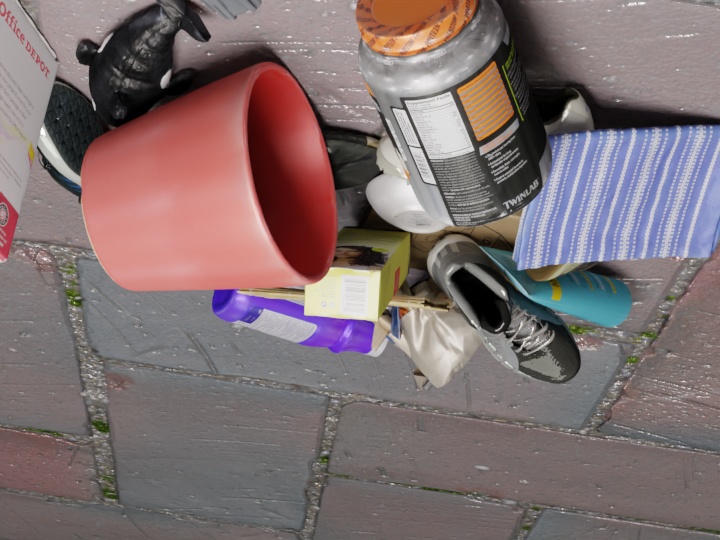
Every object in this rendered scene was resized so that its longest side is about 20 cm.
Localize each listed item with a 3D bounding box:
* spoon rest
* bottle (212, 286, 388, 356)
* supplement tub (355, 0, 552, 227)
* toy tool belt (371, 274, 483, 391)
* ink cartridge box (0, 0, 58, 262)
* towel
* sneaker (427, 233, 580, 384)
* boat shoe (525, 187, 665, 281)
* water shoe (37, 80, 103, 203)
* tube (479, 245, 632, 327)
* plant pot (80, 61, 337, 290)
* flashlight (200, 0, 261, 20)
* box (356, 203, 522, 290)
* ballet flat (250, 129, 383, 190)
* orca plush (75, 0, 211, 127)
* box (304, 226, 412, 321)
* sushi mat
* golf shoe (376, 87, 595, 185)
[{"bbox_3d":[0.102,-0.072,1.638,0.198,0.061,0.099,1,156,16],"label":"spoon rest"},{"bbox_3d":[-0.063,0.046,1.938,0.198,0.066,0.083,18,159,-22],"label":"bottle"},{"bbox_3d":[0.073,-0.142,1.389,0.121,0.123,0.201,-3,136,23],"label":"supplement tub"},{"bbox_3d":[0.066,0.049,1.861,0.123,0.125,0.200,42,172,-1],"label":"toy tool belt"},{"bbox_3d":[-0.338,-0.128,1.481,0.085,0.202,0.148,2,155,14],"label":"ink cartridge box"},{"bbox_3d":[0.239,-0.063,1.532,0.198,0.024,0.146,-4,131,-17],"label":"towel"},{"bbox_3d":[0.145,0.056,1.709,0.200,0.075,0.116,41,-171,-13],"label":"sneaker"},{"bbox_3d":[0.230,-0.056,1.638,0.064,0.074,0.200,-7,160,-41],"label":"boat shoe"},{"bbox_3d":[-0.280,-0.110,1.660,0.078,0.072,0.200,5,153,26],"label":"water shoe"},{"bbox_3d":[0.200,0.017,1.753,0.199,0.051,0.077,15,-160,-48],"label":"tube"},{"bbox_3d":[-0.136,-0.067,1.529,0.176,0.202,0.200,-12,150,19],"label":"plant pot"},{"bbox_3d":[-0.139,-0.259,1.300,0.067,0.068,0.200,-10,149,28],"label":"flashlight"},{"bbox_3d":[0.099,-0.035,1.766,0.198,0.021,0.164,12,156,-8],"label":"box"},{"bbox_3d":[-0.067,-0.113,1.634,0.198,0.057,0.067,2,132,1],"label":"ballet flat"},{"bbox_3d":[-0.189,-0.162,1.518,0.105,0.072,0.199,24,151,-31],"label":"orca plush"},{"bbox_3d":[0.000,0.000,1.657,0.074,0.051,0.200,4,-168,8],"label":"box"},{"bbox_3d":[-0.014,0.027,1.735,0.198,0.012,0.096,4,176,18],"label":"sushi mat"},{"bbox_3d":[0.108,-0.127,1.529,0.198,0.079,0.098,-3,137,10],"label":"golf shoe"}]
